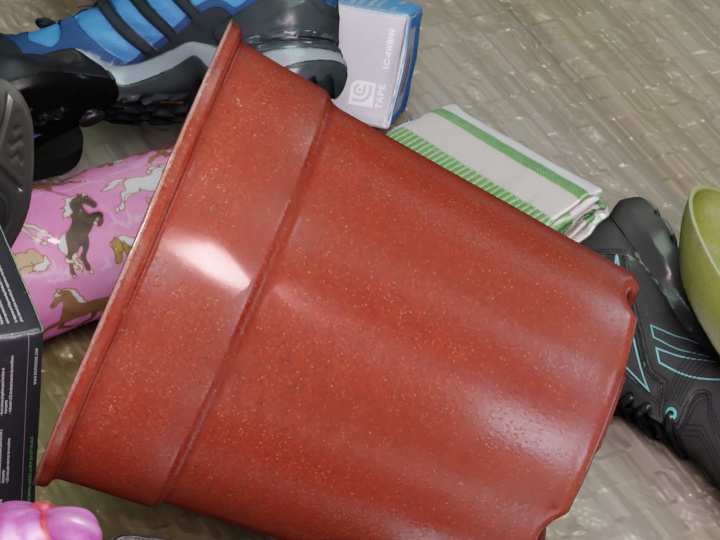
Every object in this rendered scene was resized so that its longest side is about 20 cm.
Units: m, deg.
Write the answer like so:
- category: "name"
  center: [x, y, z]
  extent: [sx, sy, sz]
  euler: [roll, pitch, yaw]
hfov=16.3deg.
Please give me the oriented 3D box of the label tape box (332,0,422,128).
- category: "label tape box"
  center: [-0.071, -0.127, 1.341]
  extent: [0.198, 0.067, 0.143]
  euler: [9, 9, 3]

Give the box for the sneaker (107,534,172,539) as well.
- category: "sneaker"
  center: [-0.022, 0.148, 1.055]
  extent: [0.199, 0.086, 0.078]
  euler: [16, 40, 10]

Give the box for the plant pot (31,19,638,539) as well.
- category: "plant pot"
  center: [-0.004, 0.030, 1.013]
  extent: [0.194, 0.201, 0.201]
  euler: [23, 40, -5]

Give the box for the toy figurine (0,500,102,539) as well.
- category: "toy figurine"
  center: [-0.144, 0.138, 0.949]
  extent: [0.198, 0.185, 0.151]
  euler: [-2, 45, -4]

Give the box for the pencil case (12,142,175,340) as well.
- category: "pencil case"
  center: [-0.120, -0.019, 1.236]
  extent: [0.199, 0.083, 0.087]
  euler: [-19, 62, -29]

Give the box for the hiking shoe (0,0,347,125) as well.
- category: "hiking shoe"
  center: [-0.094, -0.120, 1.235]
  extent: [0.198, 0.087, 0.074]
  euler: [-1, -9, 23]

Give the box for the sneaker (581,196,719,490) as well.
- category: "sneaker"
  center: [0.147, 0.055, 1.224]
  extent: [0.079, 0.076, 0.201]
  euler: [-25, 49, -2]

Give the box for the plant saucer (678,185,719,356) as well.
- category: "plant saucer"
  center: [0.215, 0.045, 1.194]
  extent: [0.200, 0.031, 0.200]
  euler: [39, 21, -18]

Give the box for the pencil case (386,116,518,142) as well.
- category: "pencil case"
  center: [0.036, 0.011, 1.226]
  extent: [0.090, 0.084, 0.201]
  euler: [-7, 38, 16]

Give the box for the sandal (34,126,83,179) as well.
- category: "sandal"
  center: [-0.239, -0.067, 1.296]
  extent: [0.199, 0.045, 0.075]
  euler: [-13, 45, -24]

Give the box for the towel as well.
- category: "towel"
  center: [0.000, 0.000, 1.171]
  extent: [0.199, 0.023, 0.152]
  euler: [-36, 36, -14]

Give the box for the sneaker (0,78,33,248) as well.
- category: "sneaker"
  center: [-0.212, -0.016, 1.125]
  extent: [0.076, 0.200, 0.114]
  euler: [-5, 39, -39]

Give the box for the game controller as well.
- category: "game controller"
  center: [-0.211, -0.050, 1.184]
  extent: [0.042, 0.199, 0.104]
  euler: [64, 21, 0]

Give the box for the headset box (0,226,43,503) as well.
- category: "headset box"
  center: [-0.239, 0.075, 1.030]
  extent: [0.199, 0.175, 0.093]
  euler: [-11, 44, -20]
